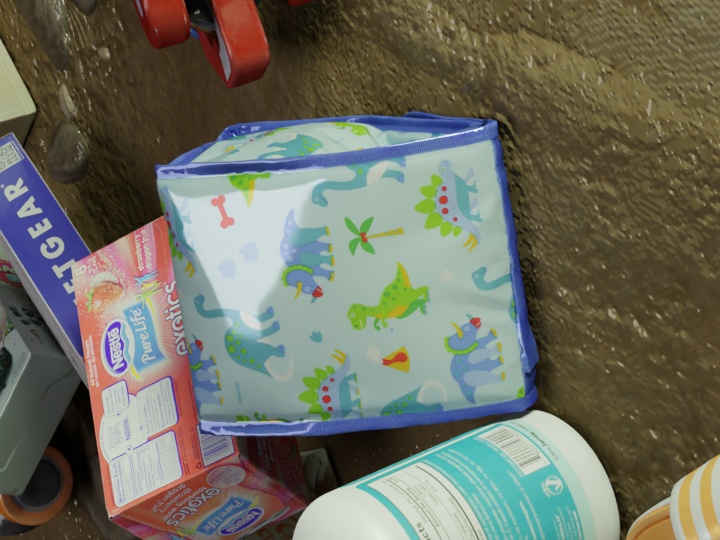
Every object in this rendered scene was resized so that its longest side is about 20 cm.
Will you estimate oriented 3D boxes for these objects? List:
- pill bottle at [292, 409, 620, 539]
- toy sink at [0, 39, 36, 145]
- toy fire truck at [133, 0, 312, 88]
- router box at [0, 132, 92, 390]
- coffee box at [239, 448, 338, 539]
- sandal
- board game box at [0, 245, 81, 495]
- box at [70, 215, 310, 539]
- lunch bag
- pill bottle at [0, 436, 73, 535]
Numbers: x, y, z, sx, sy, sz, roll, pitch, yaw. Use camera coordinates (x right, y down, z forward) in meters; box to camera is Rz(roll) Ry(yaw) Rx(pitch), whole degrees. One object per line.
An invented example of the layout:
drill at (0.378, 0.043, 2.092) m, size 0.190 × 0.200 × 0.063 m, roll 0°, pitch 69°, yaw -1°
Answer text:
pill bottle at (0.039, 0.158, 1.080) m, size 0.111 × 0.199 × 0.111 m, roll 34°, pitch 134°, yaw 45°
toy sink at (-0.372, -0.166, 1.623) m, size 0.201 × 0.112 × 0.130 m, roll 61°, pitch 147°, yaw 15°
toy fire truck at (-0.100, -0.210, 1.204) m, size 0.168 × 0.112 × 0.201 m, roll 153°, pitch 98°, yaw -83°
router box at (-0.218, 0.021, 1.486) m, size 0.200 × 0.049 × 0.180 m, roll 54°, pitch 168°, yaw 25°
coffee box at (-0.053, 0.238, 1.349) m, size 0.080 × 0.114 × 0.201 m, roll -18°, pitch 90°, yaw 58°
sandal at (0.181, 0.140, 0.984) m, size 0.079 × 0.059 × 0.207 m, roll 62°, pitch 148°, yaw 12°
board game box at (-0.319, 0.068, 1.649) m, size 0.200 × 0.064 × 0.148 m, roll 51°, pitch 120°, yaw 41°
box at (-0.113, 0.073, 1.274) m, size 0.095 × 0.102 × 0.201 m, roll 44°, pitch -156°, yaw -50°
lunch bag at (0.000, 0.000, 1.131) m, size 0.199 × 0.127 × 0.171 m, roll -2°, pitch 108°, yaw 27°
pill bottle at (-0.332, 0.179, 1.757) m, size 0.200 × 0.106 × 0.107 m, roll 6°, pitch 112°, yaw 56°
